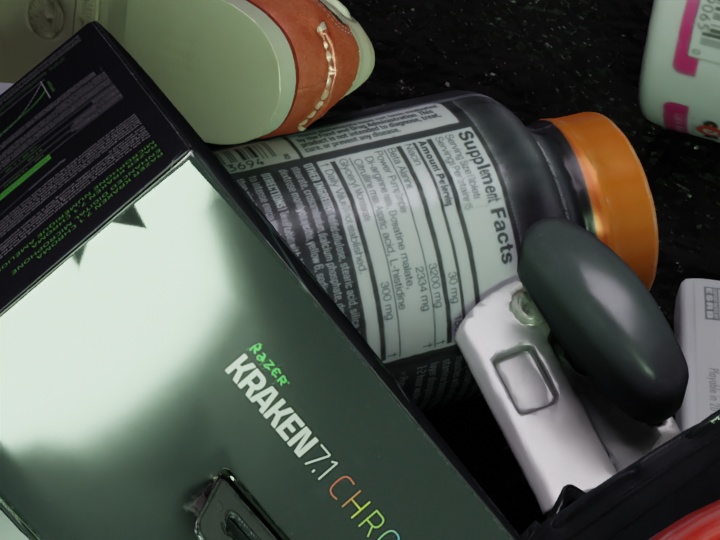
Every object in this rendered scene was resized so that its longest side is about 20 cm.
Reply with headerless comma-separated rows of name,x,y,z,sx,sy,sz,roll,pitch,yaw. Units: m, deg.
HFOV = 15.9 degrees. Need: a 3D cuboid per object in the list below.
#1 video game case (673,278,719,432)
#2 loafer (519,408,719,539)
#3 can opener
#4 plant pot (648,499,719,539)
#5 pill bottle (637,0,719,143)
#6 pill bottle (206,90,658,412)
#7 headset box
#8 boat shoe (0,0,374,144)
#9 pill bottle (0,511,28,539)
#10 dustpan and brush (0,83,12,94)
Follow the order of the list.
video game case,0.196,0.085,0.858,0.181,0.024,0.201,6,43,1
loafer,0.069,0.097,0.733,0.068,0.200,0.071,40,29,-28
can opener,0.090,0.075,0.777,0.053,0.067,0.201,-19,61,-15
plant pot,0.130,0.178,0.628,0.199,0.183,0.201,3,42,-3
pill bottle,0.216,-0.086,0.984,0.199,0.114,0.114,17,43,12
pill bottle,0.000,0.000,0.872,0.199,0.107,0.106,-13,45,-20
headset box,-0.040,0.041,0.695,0.093,0.174,0.200,-40,21,-1
boat shoe,-0.089,-0.096,0.860,0.199,0.072,0.062,23,27,26
pill bottle,-0.168,0.130,0.702,0.199,0.115,0.114,-22,48,-28
dustpan and brush,-0.091,-0.054,0.971,0.199,0.057,0.140,29,58,33
